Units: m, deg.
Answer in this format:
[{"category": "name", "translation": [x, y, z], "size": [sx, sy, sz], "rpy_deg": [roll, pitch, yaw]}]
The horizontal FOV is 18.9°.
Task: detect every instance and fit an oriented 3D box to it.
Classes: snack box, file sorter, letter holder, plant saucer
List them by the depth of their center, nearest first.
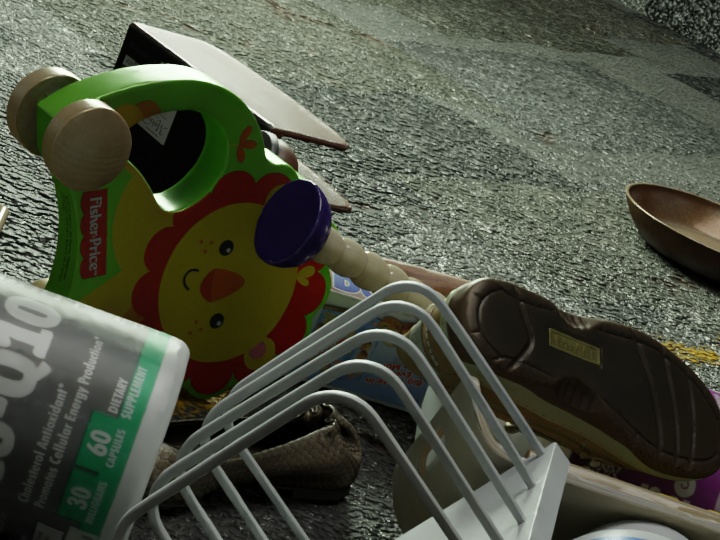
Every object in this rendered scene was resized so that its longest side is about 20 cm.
[{"category": "file sorter", "translation": [-0.005, 0.101, 0.940], "size": [0.125, 0.138, 0.200], "rpy_deg": [56, 16, -5]}, {"category": "snack box", "translation": [0.014, 0.047, 1.326], "size": [0.198, 0.072, 0.024], "rpy_deg": [17, 33, -14]}, {"category": "letter holder", "translation": [-0.082, -0.088, 1.589], "size": [0.141, 0.101, 0.200], "rpy_deg": [9, 21, -42]}, {"category": "plant saucer", "translation": [0.333, -0.024, 2.009], "size": [0.199, 0.037, 0.201], "rpy_deg": [20, 17, -6]}]

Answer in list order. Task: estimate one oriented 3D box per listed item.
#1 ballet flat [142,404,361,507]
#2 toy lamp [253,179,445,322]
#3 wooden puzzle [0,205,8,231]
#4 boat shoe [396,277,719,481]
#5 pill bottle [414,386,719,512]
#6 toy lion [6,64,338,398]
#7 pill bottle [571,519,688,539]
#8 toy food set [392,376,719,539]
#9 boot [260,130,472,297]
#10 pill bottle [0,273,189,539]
[{"category": "ballet flat", "translation": [-0.074, 0.091, 1.127], "size": [0.199, 0.047, 0.067], "rpy_deg": [6, 22, -43]}, {"category": "toy lamp", "translation": [0.026, 0.012, 1.239], "size": [0.199, 0.058, 0.058], "rpy_deg": [34, 5, -39]}, {"category": "wooden puzzle", "translation": [-0.308, -0.021, 1.217], "size": [0.198, 0.038, 0.185], "rpy_deg": [14, 17, -5]}, {"category": "boat shoe", "translation": [0.105, 0.062, 1.135], "size": [0.199, 0.076, 0.072], "rpy_deg": [30, 53, -30]}, {"category": "pill bottle", "translation": [0.136, 0.105, 1.229], "size": [0.198, 0.113, 0.112], "rpy_deg": [18, 17, -11]}, {"category": "toy lion", "translation": [-0.097, -0.019, 1.201], "size": [0.190, 0.202, 0.069], "rpy_deg": [-13, 31, -30]}, {"category": "pill bottle", "translation": [0.115, 0.182, 0.964], "size": [0.111, 0.113, 0.200], "rpy_deg": [23, 17, 7]}, {"category": "toy food set", "translation": [0.125, 0.119, 1.115], "size": [0.198, 0.144, 0.061], "rpy_deg": [18, 61, -8]}, {"category": "boot", "translation": [0.000, 0.000, 1.344], "size": [0.198, 0.189, 0.069], "rpy_deg": [20, 55, -5]}, {"category": "pill bottle", "translation": [-0.187, 0.053, 0.991], "size": [0.198, 0.114, 0.113], "rpy_deg": [19, 17, -5]}]
